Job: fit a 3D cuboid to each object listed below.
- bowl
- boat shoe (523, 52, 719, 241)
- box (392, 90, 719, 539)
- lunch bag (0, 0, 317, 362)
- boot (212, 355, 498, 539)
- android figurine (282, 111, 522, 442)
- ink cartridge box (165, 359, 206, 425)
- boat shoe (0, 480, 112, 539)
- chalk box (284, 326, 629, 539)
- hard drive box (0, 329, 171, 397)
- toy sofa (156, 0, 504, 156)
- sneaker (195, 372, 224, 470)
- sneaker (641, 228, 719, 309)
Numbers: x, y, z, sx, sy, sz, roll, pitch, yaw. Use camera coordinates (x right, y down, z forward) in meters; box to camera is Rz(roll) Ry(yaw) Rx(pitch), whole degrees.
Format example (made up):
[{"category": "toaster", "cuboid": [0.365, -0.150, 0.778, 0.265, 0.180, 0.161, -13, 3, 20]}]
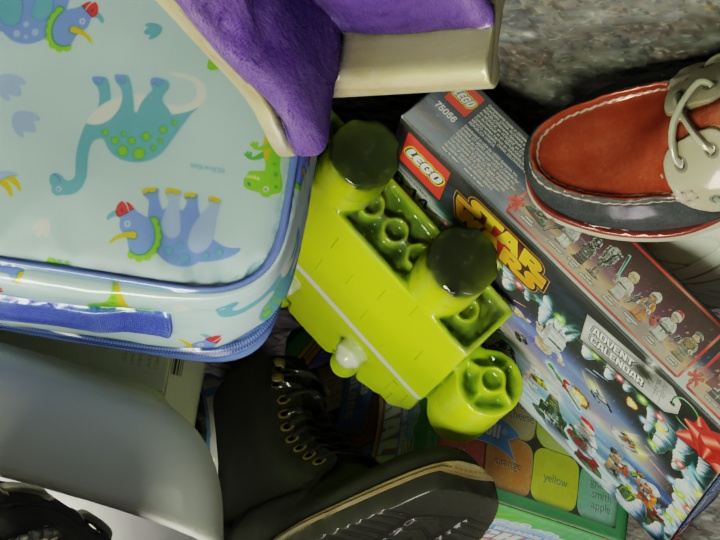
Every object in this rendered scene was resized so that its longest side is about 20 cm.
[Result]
[{"category": "bowl", "cuboid": [-0.162, 0.087, 1.163, 0.199, 0.075, 0.200, 16, 154, -15]}, {"category": "boat shoe", "cuboid": [0.158, -0.056, 1.117, 0.199, 0.072, 0.063, -4, 164, 17]}, {"category": "box", "cuboid": [0.089, 0.019, 1.216, 0.200, 0.040, 0.137, 45, 158, 12]}, {"category": "lunch bag", "cuboid": [-0.118, -0.050, 1.123, 0.199, 0.161, 0.083, 7, 155, 3]}, {"category": "boot", "cuboid": [-0.017, 0.083, 1.302, 0.077, 0.139, 0.200, 20, 145, -35]}, {"category": "android figurine", "cuboid": [0.000, 0.000, 1.247, 0.182, 0.041, 0.200, 48, 159, 1]}, {"category": "ink cartridge box", "cuboid": [-0.166, 0.088, 1.393, 0.146, 0.201, 0.146, 14, 155, -10]}, {"category": "boat shoe", "cuboid": [-0.121, 0.126, 1.080, 0.060, 0.074, 0.200, 45, 178, 16]}, {"category": "chalk box", "cuboid": [0.057, 0.076, 1.379, 0.124, 0.125, 0.200, 20, 154, -27]}, {"category": "hard drive box", "cuboid": [-0.173, -0.024, 1.205, 0.199, 0.157, 0.077, 14, 156, -9]}, {"category": "toy sofa", "cuboid": [-0.020, -0.124, 1.004, 0.082, 0.098, 0.200, -3, 152, 25]}, {"category": "sneaker", "cuboid": [-0.061, 0.093, 1.489, 0.072, 0.072, 0.200, 5, 177, 4]}, {"category": "sneaker", "cuboid": [0.170, -0.021, 1.193, 0.199, 0.078, 0.099, -2, 150, 20]}]
